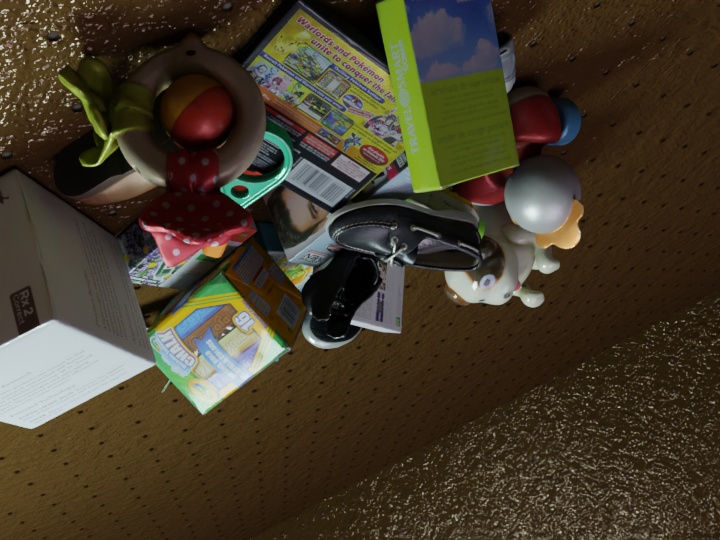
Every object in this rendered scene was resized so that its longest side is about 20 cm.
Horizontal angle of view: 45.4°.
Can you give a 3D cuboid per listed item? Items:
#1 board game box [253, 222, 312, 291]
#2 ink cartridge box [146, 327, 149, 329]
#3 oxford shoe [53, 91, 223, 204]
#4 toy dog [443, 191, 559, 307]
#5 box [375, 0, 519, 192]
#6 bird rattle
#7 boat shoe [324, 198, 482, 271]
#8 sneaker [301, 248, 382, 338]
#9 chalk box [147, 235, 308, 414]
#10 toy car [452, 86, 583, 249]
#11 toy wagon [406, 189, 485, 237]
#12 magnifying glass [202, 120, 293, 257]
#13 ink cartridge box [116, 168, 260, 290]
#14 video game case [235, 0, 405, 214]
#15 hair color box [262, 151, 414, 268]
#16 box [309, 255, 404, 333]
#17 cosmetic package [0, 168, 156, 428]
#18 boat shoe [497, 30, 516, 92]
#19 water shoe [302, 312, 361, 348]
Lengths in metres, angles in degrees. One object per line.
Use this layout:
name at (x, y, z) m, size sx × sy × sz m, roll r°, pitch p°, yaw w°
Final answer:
board game box at (-0.103, 0.001, 1.194) m, size 0.198 × 0.048 × 0.151 m, roll 1°, pitch 146°, yaw -48°
ink cartridge box at (-0.213, 0.106, 1.202) m, size 0.195 × 0.069 × 0.116 m, roll -9°, pitch 170°, yaw -9°
oxford shoe at (-0.191, -0.117, 0.822) m, size 0.196 × 0.073 × 0.071 m, roll -19°, pitch 163°, yaw 13°
toy dog at (0.188, -0.035, 1.184) m, size 0.201 × 0.192 × 0.140 m, roll -51°, pitch 176°, yaw -46°
box at (0.084, -0.187, 0.820) m, size 0.120 × 0.205 × 0.047 m, roll -19°, pitch -169°, yaw -37°
bird rattle at (-0.151, -0.115, 0.719) m, size 0.163 × 0.199 × 0.113 m, roll -45°, pitch 162°, yaw -14°
boat shoe at (0.054, -0.033, 0.972) m, size 0.196 × 0.061 × 0.074 m, roll 5°, pitch 148°, yaw -31°
sneaker at (-0.002, -0.002, 1.026) m, size 0.201 × 0.060 × 0.103 m, roll -51°, pitch -158°, yaw -27°
chalk box at (-0.180, 0.076, 1.060) m, size 0.199 × 0.124 × 0.125 m, roll -36°, pitch -166°, yaw 21°
toy car at (0.205, -0.105, 1.084) m, size 0.182 × 0.203 × 0.177 m, roll -5°, pitch 151°, yaw -40°
toy wagon at (0.064, -0.084, 1.104) m, size 0.153 × 0.040 × 0.199 m, roll 25°, pitch 175°, yaw -24°
magnifying glass at (-0.127, -0.080, 0.891) m, size 0.078 × 0.023 × 0.201 m, roll 12°, pitch 141°, yaw -20°
ink cartridge box at (-0.181, -0.054, 0.984) m, size 0.199 × 0.051 × 0.108 m, roll -36°, pitch 156°, yaw 25°
video game case at (-0.042, -0.156, 0.851) m, size 0.198 × 0.026 × 0.180 m, roll 27°, pitch 128°, yaw -35°
hair color box at (-0.015, -0.101, 0.992) m, size 0.199 × 0.100 × 0.060 m, roll -37°, pitch 155°, yaw 25°
box at (0.002, 0.001, 1.161) m, size 0.036 × 0.148 × 0.199 m, roll -1°, pitch 169°, yaw 29°
cosmetic package at (-0.339, 0.038, 0.867) m, size 0.163 × 0.167 × 0.200 m, roll -26°, pitch 157°, yaw 5°
boat shoe at (0.072, -0.211, 0.907) m, size 0.197 × 0.071 × 0.073 m, roll -15°, pitch 133°, yaw -12°
water shoe at (-0.036, 0.078, 1.343) m, size 0.078 × 0.072 × 0.199 m, roll -31°, pitch 179°, yaw 38°
